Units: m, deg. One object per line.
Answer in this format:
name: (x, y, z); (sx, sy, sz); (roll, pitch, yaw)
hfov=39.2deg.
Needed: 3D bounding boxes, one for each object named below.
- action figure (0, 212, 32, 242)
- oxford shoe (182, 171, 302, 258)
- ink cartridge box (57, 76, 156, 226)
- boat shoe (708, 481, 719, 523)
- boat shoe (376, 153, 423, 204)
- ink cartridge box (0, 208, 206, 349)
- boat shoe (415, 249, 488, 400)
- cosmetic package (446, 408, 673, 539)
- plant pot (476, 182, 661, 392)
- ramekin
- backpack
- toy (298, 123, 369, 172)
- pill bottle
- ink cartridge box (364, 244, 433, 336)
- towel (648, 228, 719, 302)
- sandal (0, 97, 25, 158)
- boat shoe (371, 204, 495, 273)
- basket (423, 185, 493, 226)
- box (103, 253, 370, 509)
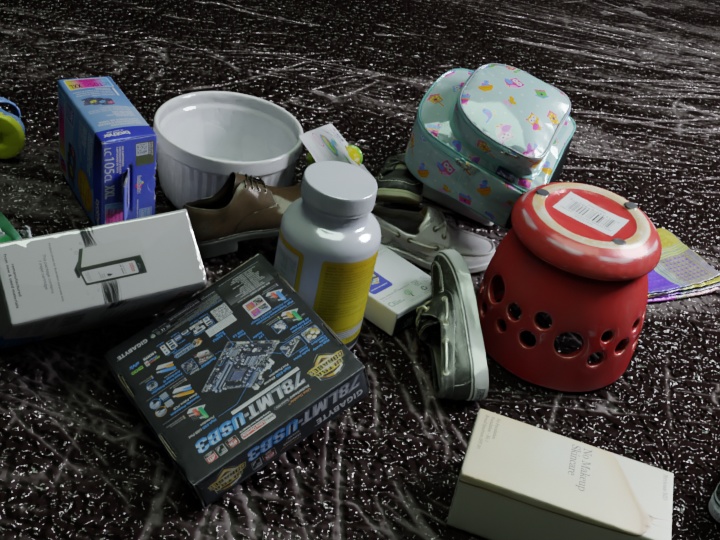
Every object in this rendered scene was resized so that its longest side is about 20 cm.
action figure: (-0.402, -0.015, 1.141); (0.199, 0.055, 0.117); (36, 38, 25)
oxford shoe: (-0.124, -0.084, 1.245); (0.197, 0.086, 0.073); (-19, 26, -16)
ink cartridge box: (-0.313, -0.138, 1.265); (0.075, 0.138, 0.200); (-14, 41, -31)
boat shoe: (0.434, 0.199, 1.068); (0.072, 0.072, 0.199); (29, 37, 24)
boat shoe: (0.054, -0.124, 1.360); (0.071, 0.067, 0.201); (8, 6, 8)
ink cartridge box: (-0.277, 0.010, 1.039); (0.198, 0.146, 0.086); (-14, 83, -29)
boat shoe: (0.097, 0.056, 1.150); (0.063, 0.071, 0.202); (0, 49, -10)
cosmetic package: (0.191, 0.218, 0.967); (0.197, 0.074, 0.104); (16, 34, 8)
plant pot: (0.243, 0.011, 1.186); (0.197, 0.185, 0.202); (7, 36, -5)
ramekin: (-0.178, -0.148, 1.351); (0.197, 0.106, 0.201); (8, 35, -5)
backpack: (0.161, -0.169, 1.290); (0.198, 0.154, 0.177); (23, 53, 14)
toy: (-0.038, -0.137, 1.380); (0.116, 0.047, 0.200); (52, 20, -4)
pill bottle: (-0.038, -0.012, 1.110); (0.110, 0.202, 0.113); (9, 33, -6)
ink cartridge box: (0.000, 0.000, 1.253); (0.199, 0.040, 0.099); (36, 41, 29)
towel: (0.391, -0.009, 1.400); (0.197, 0.023, 0.144); (-7, 39, -26)
sandal: (-0.540, -0.208, 1.359); (0.197, 0.080, 0.087); (17, 29, -8)
boat shoe: (0.086, -0.048, 1.319); (0.197, 0.070, 0.071); (9, 34, -4)
basket: (0.191, -0.176, 1.488); (0.134, 0.125, 0.200); (26, 37, 22)
box: (-0.124, 0.101, 1.000); (0.199, 0.050, 0.198); (-34, 52, -17)
